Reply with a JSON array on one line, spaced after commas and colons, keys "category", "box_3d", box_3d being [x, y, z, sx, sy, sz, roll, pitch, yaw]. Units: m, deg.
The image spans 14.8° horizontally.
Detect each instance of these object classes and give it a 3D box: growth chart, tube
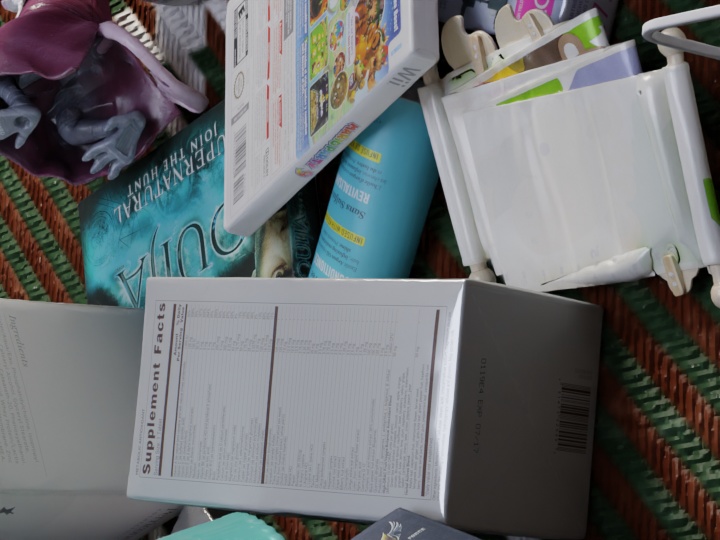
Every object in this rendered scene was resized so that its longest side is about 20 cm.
[{"category": "growth chart", "box_3d": [0.094, -0.053, 1.288, 0.200, 0.018, 0.145, -1, 100, 54]}, {"category": "tube", "box_3d": [0.000, 0.000, 1.417, 0.077, 0.050, 0.201, 41, 120, 55]}]

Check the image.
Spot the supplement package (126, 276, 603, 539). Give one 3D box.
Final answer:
[{"category": "supplement package", "box_3d": [0.000, 0.063, 1.313, 0.199, 0.109, 0.114, 1, 84, 40]}]

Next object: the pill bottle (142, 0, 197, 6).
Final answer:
[{"category": "pill bottle", "box_3d": [-0.171, -0.218, 1.555, 0.112, 0.199, 0.113, -15, 71, 51]}]

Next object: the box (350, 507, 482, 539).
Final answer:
[{"category": "box", "box_3d": [0.073, 0.212, 1.183, 0.157, 0.051, 0.201, 16, 131, 52]}]

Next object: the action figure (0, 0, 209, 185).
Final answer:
[{"category": "action figure", "box_3d": [-0.178, -0.140, 1.614, 0.149, 0.134, 0.200, -35, 29, 21]}]

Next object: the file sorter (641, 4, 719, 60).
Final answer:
[{"category": "file sorter", "box_3d": [0.195, -0.184, 1.123, 0.139, 0.124, 0.201, -7, 78, 53]}]

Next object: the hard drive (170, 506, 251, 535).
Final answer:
[{"category": "hard drive", "box_3d": [-0.062, 0.229, 1.457, 0.200, 0.038, 0.140, 52, 124, 46]}]

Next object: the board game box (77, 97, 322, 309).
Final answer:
[{"category": "board game box", "box_3d": [-0.090, -0.011, 1.550, 0.200, 0.028, 0.136, -32, 58, 46]}]

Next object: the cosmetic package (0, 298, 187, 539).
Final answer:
[{"category": "cosmetic package", "box_3d": [-0.231, 0.109, 1.513, 0.199, 0.200, 0.123, -34, 65, 37]}]

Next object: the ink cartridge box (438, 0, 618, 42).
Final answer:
[{"category": "ink cartridge box", "box_3d": [0.061, -0.179, 1.373, 0.200, 0.042, 0.120, 23, 101, 54]}]

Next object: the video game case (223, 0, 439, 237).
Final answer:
[{"category": "video game case", "box_3d": [-0.018, -0.122, 1.413, 0.200, 0.018, 0.144, -41, 43, 51]}]

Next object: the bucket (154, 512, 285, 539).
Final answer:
[{"category": "bucket", "box_3d": [-0.078, 0.216, 1.248, 0.207, 0.134, 0.208, 49, 153, 37]}]
